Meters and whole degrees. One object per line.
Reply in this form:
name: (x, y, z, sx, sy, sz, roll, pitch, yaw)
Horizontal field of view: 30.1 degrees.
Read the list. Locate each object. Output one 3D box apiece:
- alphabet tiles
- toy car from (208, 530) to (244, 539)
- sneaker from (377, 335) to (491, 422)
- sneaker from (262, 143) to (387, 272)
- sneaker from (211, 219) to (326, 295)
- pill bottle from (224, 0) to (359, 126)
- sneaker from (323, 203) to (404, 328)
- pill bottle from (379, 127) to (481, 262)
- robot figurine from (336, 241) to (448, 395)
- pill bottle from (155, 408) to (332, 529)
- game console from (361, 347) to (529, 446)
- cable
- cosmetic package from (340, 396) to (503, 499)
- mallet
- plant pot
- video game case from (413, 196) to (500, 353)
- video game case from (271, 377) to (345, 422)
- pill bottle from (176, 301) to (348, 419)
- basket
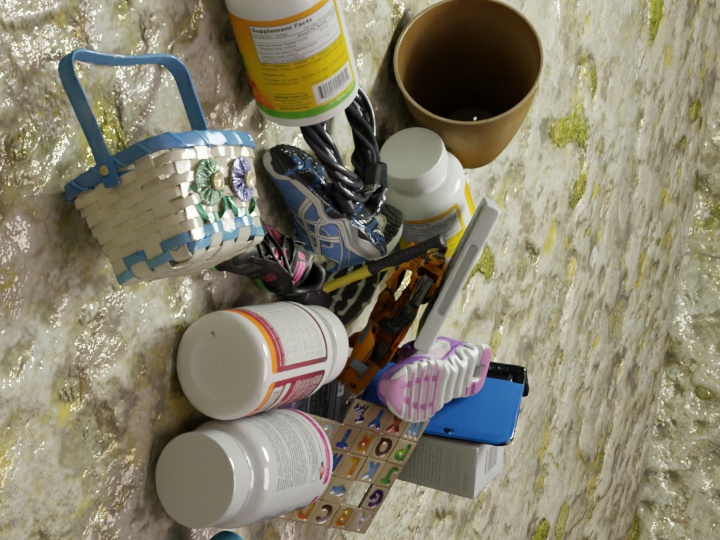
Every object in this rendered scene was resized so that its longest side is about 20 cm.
alphabet tiles: (-0.023, 0.227, 1.574, 0.199, 0.008, 0.168, 20, 103, -44)
toy car: (-0.156, 0.410, 1.366, 0.184, 0.176, 0.201, -35, 144, -42)
sneaker: (0.073, 0.122, 1.616, 0.200, 0.088, 0.081, -13, 122, -53)
sneaker: (-0.050, -0.061, 1.484, 0.200, 0.077, 0.076, 46, 24, -38)
sneaker: (-0.094, -0.019, 1.400, 0.200, 0.083, 0.077, 24, 77, -64)
pill bottle: (-0.073, -0.252, 1.322, 0.111, 0.110, 0.201, -58, 148, -37)
sneaker: (-0.001, 0.014, 1.632, 0.201, 0.076, 0.089, -57, 158, -32)
pill bottle: (0.088, -0.087, 1.720, 0.113, 0.112, 0.200, -65, 151, -28)
robot figurine: (0.039, 0.050, 1.617, 0.201, 0.058, 0.145, -58, -178, 28)
pill bottle: (-0.120, 0.208, 1.402, 0.200, 0.113, 0.114, 3, 97, -65)
game console: (0.110, 0.172, 1.727, 0.171, 0.198, 0.119, 64, 37, -70)
cable: (-0.028, -0.158, 1.483, 0.163, 0.051, 0.201, 46, 30, -34)
cosmetic package: (0.075, 0.221, 1.711, 0.101, 0.199, 0.072, -24, 122, -59)
mallet: (0.000, 0.000, 1.501, 0.066, 0.199, 0.041, 18, 52, -56)
plant pot: (0.143, -0.220, 1.735, 0.200, 0.185, 0.187, 75, 33, -65)
video game case: (0.115, 0.001, 1.591, 0.183, 0.024, 0.200, -64, 178, 7)
video game case: (-0.074, 0.195, 1.605, 0.200, 0.019, 0.144, -11, 109, -62)
pill bottle: (-0.097, 0.089, 1.409, 0.200, 0.109, 0.110, -7, 106, -64)
basket: (-0.173, -0.097, 1.166, 0.176, 0.139, 0.201, -18, 82, -62)
